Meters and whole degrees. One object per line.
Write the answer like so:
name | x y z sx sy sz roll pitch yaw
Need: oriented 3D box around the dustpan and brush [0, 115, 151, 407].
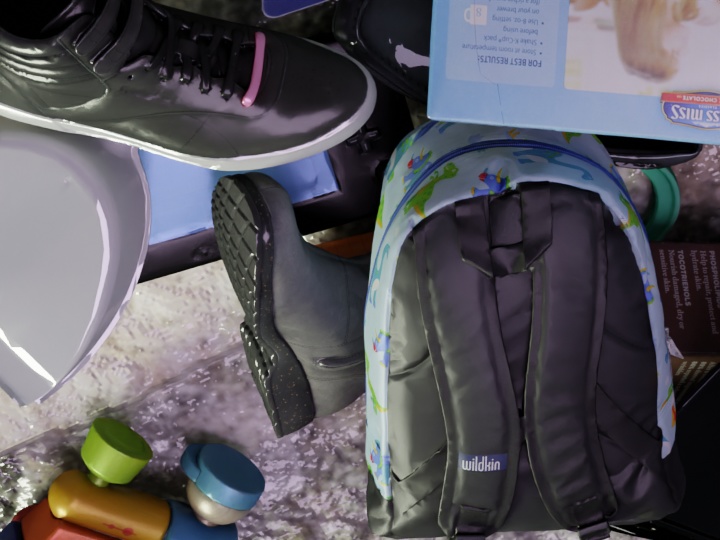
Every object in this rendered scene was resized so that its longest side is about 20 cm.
dustpan and brush | -0.139 -0.047 1.257 0.140 0.057 0.200 45 110 -5

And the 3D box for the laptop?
laptop | 0.167 0.091 1.386 0.177 0.200 0.103 24 79 -45

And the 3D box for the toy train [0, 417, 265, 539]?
toy train | -0.158 0.129 1.402 0.200 0.085 0.116 22 110 -24

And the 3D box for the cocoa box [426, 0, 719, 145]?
cocoa box | 0.138 -0.131 1.135 0.200 0.131 0.134 6 104 11

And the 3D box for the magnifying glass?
magnifying glass | 0.072 -0.022 1.357 0.200 0.022 0.080 -11 128 0

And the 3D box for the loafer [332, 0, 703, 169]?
loafer | 0.082 -0.099 1.262 0.200 0.070 0.068 19 96 -24

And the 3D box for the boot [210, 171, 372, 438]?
boot | 0.000 0.000 1.304 0.131 0.070 0.200 -19 148 -7

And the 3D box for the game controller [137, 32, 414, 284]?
game controller | -0.072 -0.056 1.295 0.200 0.042 0.104 -17 128 3

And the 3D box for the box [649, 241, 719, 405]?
box | 0.203 0.037 1.372 0.200 0.075 0.100 3 152 -10

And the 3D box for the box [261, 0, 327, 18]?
box | -0.002 -0.216 1.157 0.121 0.032 0.200 -21 136 -22

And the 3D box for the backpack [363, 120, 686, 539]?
backpack | 0.071 0.019 1.223 0.163 0.154 0.200 -6 136 6

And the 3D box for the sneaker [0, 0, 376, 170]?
sneaker | -0.093 -0.101 1.184 0.200 0.071 0.099 8 160 4
